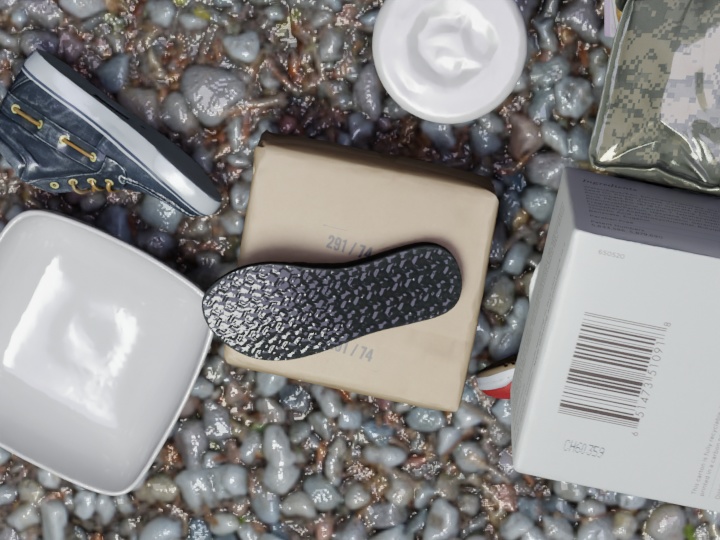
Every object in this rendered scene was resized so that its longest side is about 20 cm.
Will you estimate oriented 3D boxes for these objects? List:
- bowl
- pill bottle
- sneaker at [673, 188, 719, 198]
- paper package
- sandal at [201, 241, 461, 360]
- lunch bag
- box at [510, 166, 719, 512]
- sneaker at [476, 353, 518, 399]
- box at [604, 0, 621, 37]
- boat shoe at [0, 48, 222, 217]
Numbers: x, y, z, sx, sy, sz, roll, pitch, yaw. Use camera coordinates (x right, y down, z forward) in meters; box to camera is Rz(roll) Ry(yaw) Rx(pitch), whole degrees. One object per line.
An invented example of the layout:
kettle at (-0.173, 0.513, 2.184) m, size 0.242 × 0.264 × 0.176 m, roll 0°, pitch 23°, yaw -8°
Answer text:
bowl at (-0.230, 0.061, 1.230) m, size 0.199 × 0.075 × 0.201 m, roll 27°, pitch 100°, yaw -1°
pill bottle at (0.067, -0.171, 1.114) m, size 0.110 × 0.200 × 0.112 m, roll 1°, pitch 99°, yaw 4°
sneaker at (0.339, -0.019, 1.185) m, size 0.118 × 0.074 × 0.201 m, roll -40°, pitch 85°, yaw 1°
paper package at (0.000, 0.000, 1.194) m, size 0.198 × 0.103 × 0.192 m, roll 11°, pitch 100°, yaw 1°
sandal at (-0.022, 0.023, 1.129) m, size 0.199 × 0.048 × 0.076 m, roll -7°, pitch 98°, yaw -8°
lunch bag at (0.251, -0.159, 1.081) m, size 0.117 × 0.164 × 0.202 m, roll 14°, pitch 96°, yaw 23°
box at (0.224, 0.052, 1.083) m, size 0.198 × 0.131 × 0.200 m, roll 11°, pitch 114°, yaw 0°
sneaker at (0.201, 0.111, 1.216) m, size 0.198 × 0.071 × 0.114 m, roll -11°, pitch 95°, yaw 2°
box at (0.213, -0.280, 1.143) m, size 0.041 × 0.039 × 0.202 m, roll 17°, pitch 120°, yaw 41°
boat shoe at (-0.212, -0.087, 1.212) m, size 0.200 × 0.071 × 0.091 m, roll 38°, pitch 100°, yaw 4°
